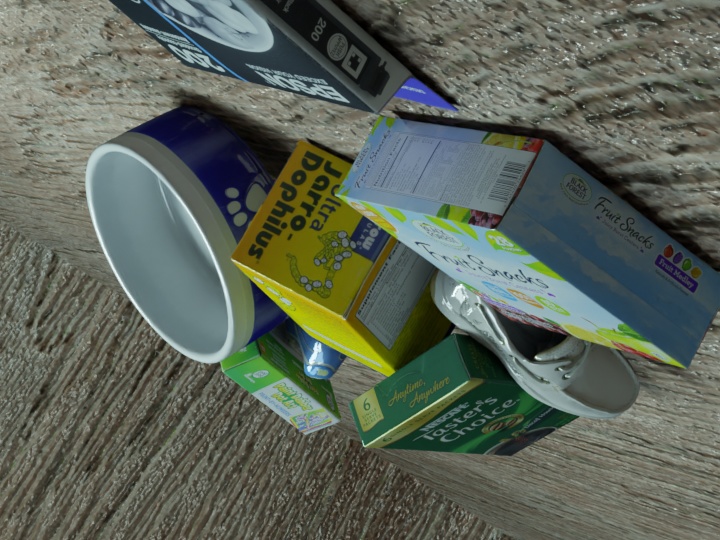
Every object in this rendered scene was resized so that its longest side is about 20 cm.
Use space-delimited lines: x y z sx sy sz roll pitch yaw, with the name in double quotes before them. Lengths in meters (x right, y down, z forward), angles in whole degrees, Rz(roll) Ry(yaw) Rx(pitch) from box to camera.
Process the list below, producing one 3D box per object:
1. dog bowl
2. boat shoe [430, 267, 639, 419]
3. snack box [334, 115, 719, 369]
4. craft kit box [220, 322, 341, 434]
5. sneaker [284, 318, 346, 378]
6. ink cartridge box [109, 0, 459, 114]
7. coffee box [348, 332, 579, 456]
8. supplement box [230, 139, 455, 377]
"dog bowl" -0.136 -0.029 1.700 0.200 0.079 0.201 39 146 33
"boat shoe" 0.143 0.055 1.575 0.200 0.071 0.069 33 168 -23
"snack box" 0.102 -0.021 1.285 0.168 0.068 0.200 35 170 -29
"craft kit box" -0.092 0.032 1.942 0.200 0.048 0.198 46 -157 -60
"sneaker" -0.047 0.031 1.917 0.075 0.077 0.200 14 -161 -13
"ink cartridge box" -0.069 -0.146 1.233 0.200 0.044 0.198 36 170 -40
"coffee box" 0.098 0.104 1.671 0.200 0.123 0.044 11 -127 -50
"supplement box" 0.000 0.000 1.617 0.109 0.109 0.200 26 170 24
